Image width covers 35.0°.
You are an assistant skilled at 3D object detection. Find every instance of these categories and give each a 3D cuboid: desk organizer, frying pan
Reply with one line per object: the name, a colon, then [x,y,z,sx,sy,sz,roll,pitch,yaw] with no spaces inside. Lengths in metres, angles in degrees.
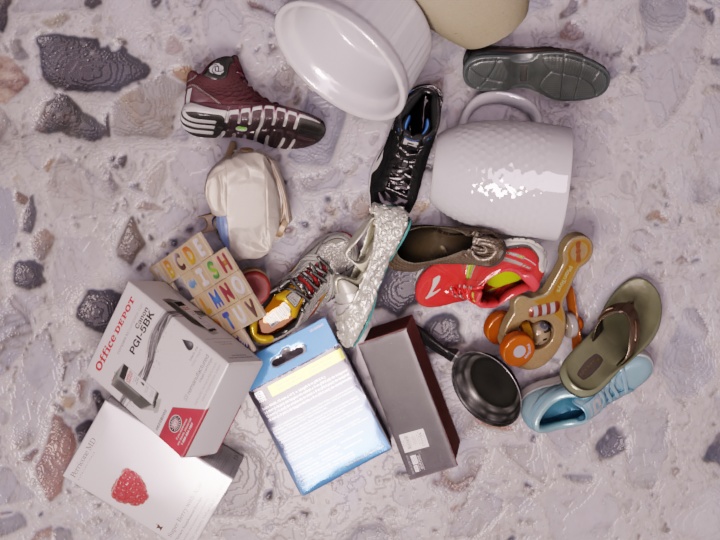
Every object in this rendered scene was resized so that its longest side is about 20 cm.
desk organizer: [0.070,0.170,1.548,0.071,0.077,0.203,-18,100,14]
frying pan: [0.144,0.145,1.564,0.188,0.031,0.117,25,131,33]

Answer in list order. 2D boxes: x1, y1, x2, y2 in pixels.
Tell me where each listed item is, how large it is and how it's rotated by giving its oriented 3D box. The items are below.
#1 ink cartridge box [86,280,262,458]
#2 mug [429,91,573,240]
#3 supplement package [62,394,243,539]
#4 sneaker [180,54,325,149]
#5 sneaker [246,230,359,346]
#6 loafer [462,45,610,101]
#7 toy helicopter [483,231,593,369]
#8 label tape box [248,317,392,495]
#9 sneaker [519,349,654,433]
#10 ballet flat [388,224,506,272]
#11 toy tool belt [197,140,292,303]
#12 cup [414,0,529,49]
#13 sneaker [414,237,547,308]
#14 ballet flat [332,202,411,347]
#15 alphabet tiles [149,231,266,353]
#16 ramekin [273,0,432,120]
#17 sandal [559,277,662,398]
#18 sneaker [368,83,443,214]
ink cartridge box: [-0.247,0.126,1.498,0.199,0.083,0.148,34,104,26]
mug: [0.184,-0.147,1.502,0.172,0.148,0.203,7,66,3]
supplement package: [-0.276,0.264,1.539,0.198,0.120,0.122,31,95,-2]
sneaker: [-0.142,-0.234,1.526,0.197,0.076,0.117,6,62,-21]
sneaker: [-0.075,0.031,1.538,0.078,0.082,0.200,42,93,-2]
loafer: [0.233,-0.275,1.522,0.196,0.063,0.073,5,131,-3]
toy helicopter: [0.263,0.044,1.535,0.131,0.079,0.202,18,107,-23]
label tape box: [-0.062,0.182,1.560,0.142,0.066,0.202,-27,92,3]
sneaker: [0.312,0.172,1.536,0.197,0.082,0.075,-24,117,2]
ballet flat: [0.099,-0.032,1.500,0.198,0.046,0.069,3,74,39]
toy tool belt: [-0.155,-0.066,1.528,0.123,0.123,0.204,-8,106,-10]
cup: [0.142,-0.373,1.465,0.199,0.201,0.144,-33,119,3]
sneaker: [0.151,0.015,1.501,0.198,0.086,0.077,-18,127,32]
ballet flat: [0.000,0.000,1.514,0.071,0.072,0.203,24,97,-1]
alphabet tiles: [-0.196,0.041,1.502,0.008,0.199,0.169,-33,94,-36]
ramekin: [-0.004,-0.296,1.455,0.199,0.201,0.098,37,70,-2]
sandal: [0.340,0.087,1.516,0.079,0.058,0.201,34,63,17]
sneaker: [0.056,-0.151,1.507,0.072,0.112,0.203,16,95,0]
